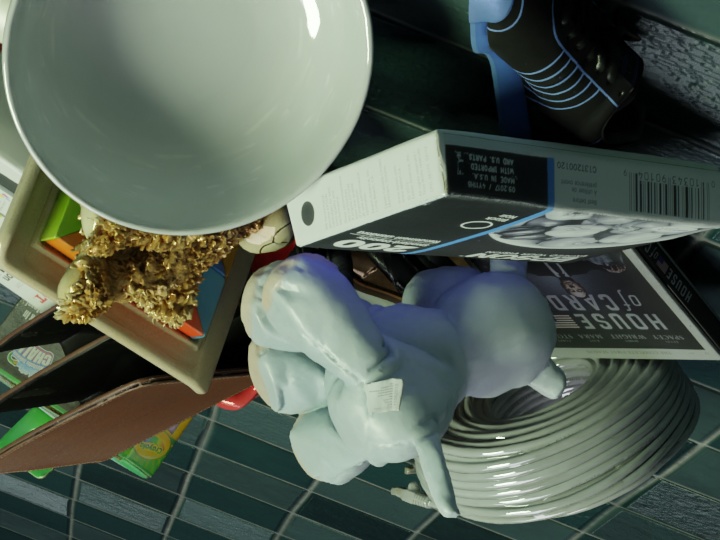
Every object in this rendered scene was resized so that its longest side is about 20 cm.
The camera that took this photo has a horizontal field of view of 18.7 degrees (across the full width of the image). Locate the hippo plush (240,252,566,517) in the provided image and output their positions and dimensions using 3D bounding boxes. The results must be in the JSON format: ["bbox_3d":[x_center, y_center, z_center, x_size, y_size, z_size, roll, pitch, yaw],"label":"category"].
[{"bbox_3d":[0.034,0.036,1.334,0.200,0.161,0.159,-1,117,62],"label":"hippo plush"}]

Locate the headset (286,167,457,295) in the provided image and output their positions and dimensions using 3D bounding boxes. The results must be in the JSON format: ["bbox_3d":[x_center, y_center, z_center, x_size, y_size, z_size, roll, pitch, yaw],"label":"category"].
[{"bbox_3d":[0.000,0.000,1.422,0.094,0.123,0.200,-130,17,-77],"label":"headset"}]

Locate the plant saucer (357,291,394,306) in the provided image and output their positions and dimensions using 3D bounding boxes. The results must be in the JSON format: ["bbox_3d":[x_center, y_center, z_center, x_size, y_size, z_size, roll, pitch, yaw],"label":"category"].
[{"bbox_3d":[-0.028,0.031,1.681,0.200,0.050,0.200,18,160,7],"label":"plant saucer"}]

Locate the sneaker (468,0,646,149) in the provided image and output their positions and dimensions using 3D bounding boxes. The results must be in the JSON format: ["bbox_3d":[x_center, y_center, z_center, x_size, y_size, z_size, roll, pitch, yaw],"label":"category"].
[{"bbox_3d":[0.105,-0.123,1.132,0.078,0.070,0.200,5,160,14],"label":"sneaker"}]

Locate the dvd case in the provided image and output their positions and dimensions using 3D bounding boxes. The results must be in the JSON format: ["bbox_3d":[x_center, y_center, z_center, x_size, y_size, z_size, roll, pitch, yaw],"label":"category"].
[{"bbox_3d":[0.131,-0.009,1.411,0.150,0.025,0.200,-1,141,46],"label":"dvd case"}]

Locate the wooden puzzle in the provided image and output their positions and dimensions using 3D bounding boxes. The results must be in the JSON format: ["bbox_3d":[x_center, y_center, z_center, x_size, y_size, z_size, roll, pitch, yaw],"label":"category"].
[{"bbox_3d":[-0.129,-0.044,1.385,0.037,0.185,0.200,-4,148,42],"label":"wooden puzzle"}]

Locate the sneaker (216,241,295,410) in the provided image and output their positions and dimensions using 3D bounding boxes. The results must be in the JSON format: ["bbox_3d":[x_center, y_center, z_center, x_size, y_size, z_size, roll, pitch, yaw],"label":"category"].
[{"bbox_3d":[-0.062,0.030,1.578,0.077,0.085,0.200,31,132,10],"label":"sneaker"}]

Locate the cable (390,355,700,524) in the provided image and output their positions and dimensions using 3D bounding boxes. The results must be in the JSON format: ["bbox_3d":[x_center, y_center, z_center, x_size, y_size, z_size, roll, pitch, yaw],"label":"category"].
[{"bbox_3d":[0.131,0.101,1.511,0.200,0.200,0.069,12,128,57],"label":"cable"}]

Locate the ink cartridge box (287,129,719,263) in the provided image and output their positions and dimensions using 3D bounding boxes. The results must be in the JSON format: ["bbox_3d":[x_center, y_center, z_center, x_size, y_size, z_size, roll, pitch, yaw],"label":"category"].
[{"bbox_3d":[0.068,-0.034,1.245,0.198,0.043,0.200,4,170,-33],"label":"ink cartridge box"}]

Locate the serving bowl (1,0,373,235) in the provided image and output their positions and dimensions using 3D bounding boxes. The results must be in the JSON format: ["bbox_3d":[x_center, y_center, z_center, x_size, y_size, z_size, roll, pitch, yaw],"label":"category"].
[{"bbox_3d":[-0.096,-0.123,1.187,0.200,0.200,0.066,29,-169,-21],"label":"serving bowl"}]

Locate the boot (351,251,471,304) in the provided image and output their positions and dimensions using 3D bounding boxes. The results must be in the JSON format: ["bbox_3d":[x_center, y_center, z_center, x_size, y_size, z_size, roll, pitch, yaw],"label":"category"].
[{"bbox_3d":[0.036,-0.016,1.504,0.200,0.074,0.075,33,130,-21],"label":"boot"}]

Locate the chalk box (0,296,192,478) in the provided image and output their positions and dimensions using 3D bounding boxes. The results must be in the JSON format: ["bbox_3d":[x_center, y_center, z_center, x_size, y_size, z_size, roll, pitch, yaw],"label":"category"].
[{"bbox_3d":[-0.203,0.075,1.712,0.124,0.200,0.124,29,170,37],"label":"chalk box"}]

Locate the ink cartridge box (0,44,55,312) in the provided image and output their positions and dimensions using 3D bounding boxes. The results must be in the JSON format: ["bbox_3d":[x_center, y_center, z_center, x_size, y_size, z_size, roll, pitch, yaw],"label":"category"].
[{"bbox_3d":[-0.246,-0.071,1.514,0.200,0.086,0.148,37,145,-15],"label":"ink cartridge box"}]

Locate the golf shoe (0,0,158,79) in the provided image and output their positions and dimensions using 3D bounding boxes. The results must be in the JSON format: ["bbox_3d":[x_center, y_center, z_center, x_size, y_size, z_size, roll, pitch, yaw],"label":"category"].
[{"bbox_3d":[-0.136,-0.139,1.263,0.200,0.078,0.097,17,-169,-11],"label":"golf shoe"}]

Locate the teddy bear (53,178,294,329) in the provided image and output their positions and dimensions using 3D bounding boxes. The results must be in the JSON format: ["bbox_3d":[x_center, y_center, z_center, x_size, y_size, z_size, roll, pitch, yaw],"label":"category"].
[{"bbox_3d":[-0.102,-0.024,1.300,0.067,0.145,0.200,32,-165,25],"label":"teddy bear"}]

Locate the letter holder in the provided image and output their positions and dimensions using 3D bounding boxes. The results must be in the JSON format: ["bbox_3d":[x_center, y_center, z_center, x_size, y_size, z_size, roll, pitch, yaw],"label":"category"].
[{"bbox_3d":[-0.181,0.063,1.510,0.200,0.101,0.142,-28,165,39],"label":"letter holder"}]
